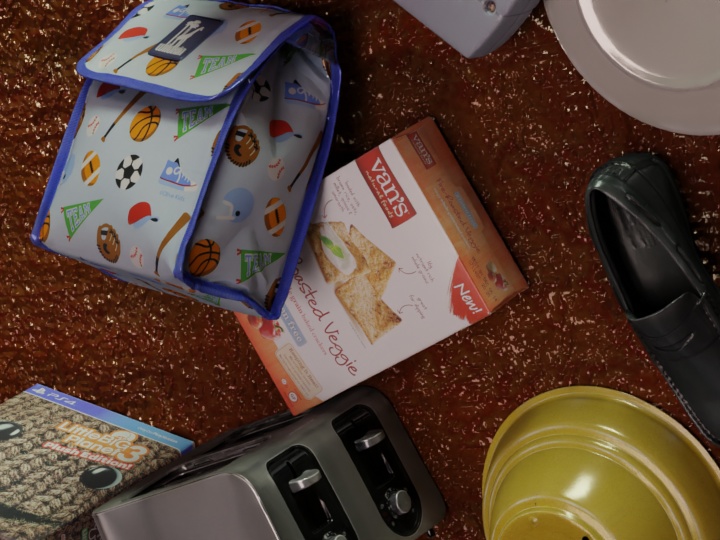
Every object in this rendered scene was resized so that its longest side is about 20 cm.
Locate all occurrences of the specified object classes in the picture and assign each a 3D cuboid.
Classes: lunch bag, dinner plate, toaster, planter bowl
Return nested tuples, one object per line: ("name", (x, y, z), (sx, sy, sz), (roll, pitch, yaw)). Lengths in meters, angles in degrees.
("lunch bag", (-0.112, -0.087, 1.543), (0.170, 0.124, 0.201), (15, 83, 43))
("dinner plate", (0.191, -0.175, 1.386), (0.200, 0.024, 0.201), (14, 116, 31))
("toaster", (-0.069, 0.177, 1.618), (0.200, 0.181, 0.119), (-21, 94, 38))
("planter bowl", (0.148, 0.185, 1.528), (0.200, 0.083, 0.201), (15, 118, 30))

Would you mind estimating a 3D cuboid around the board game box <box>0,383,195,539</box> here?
("board game box", (-0.246, 0.184, 1.726), (0.159, 0.200, 0.097), (17, 117, 28))

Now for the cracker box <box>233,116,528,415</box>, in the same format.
("cracker box", (0.000, 0.000, 1.570), (0.200, 0.058, 0.134), (-30, 91, 39))

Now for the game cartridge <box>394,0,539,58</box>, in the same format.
("game cartridge", (0.077, -0.239, 1.418), (0.133, 0.041, 0.200), (44, 129, 28))

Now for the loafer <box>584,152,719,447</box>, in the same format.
("loafer", (0.193, 0.025, 1.437), (0.068, 0.070, 0.201), (-21, 96, 39))
